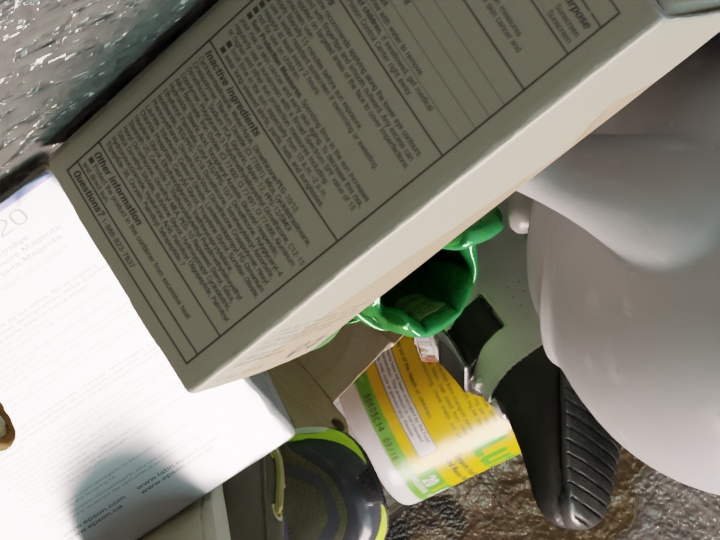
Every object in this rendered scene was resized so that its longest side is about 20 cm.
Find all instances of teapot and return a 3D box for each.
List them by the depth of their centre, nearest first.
[{"bbox_3d":[0.130,-0.010,0.849,0.198,0.145,0.201,-52,149,-46],"label":"teapot"}]

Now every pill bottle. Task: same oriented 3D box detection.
[{"bbox_3d":[0.092,0.055,1.322,0.199,0.112,0.111,-27,171,9],"label":"pill bottle"}]

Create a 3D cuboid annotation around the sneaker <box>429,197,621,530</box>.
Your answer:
[{"bbox_3d":[0.064,0.029,0.960,0.088,0.201,0.074,-17,150,19],"label":"sneaker"}]

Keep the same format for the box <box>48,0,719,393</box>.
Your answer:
[{"bbox_3d":[0.009,-0.057,0.646,0.200,0.095,0.078,-37,170,30],"label":"box"}]

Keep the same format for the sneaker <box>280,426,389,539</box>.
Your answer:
[{"bbox_3d":[-0.074,0.126,0.954,0.199,0.074,0.081,-23,179,33],"label":"sneaker"}]

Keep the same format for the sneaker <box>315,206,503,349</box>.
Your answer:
[{"bbox_3d":[0.000,0.000,0.915,0.074,0.084,0.200,-27,169,-28],"label":"sneaker"}]

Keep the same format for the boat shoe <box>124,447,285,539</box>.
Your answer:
[{"bbox_3d":[-0.066,0.088,0.885,0.072,0.202,0.060,-21,131,18],"label":"boat shoe"}]

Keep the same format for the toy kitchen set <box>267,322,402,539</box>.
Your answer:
[{"bbox_3d":[-0.024,0.132,1.112,0.163,0.181,0.200,-39,-177,36],"label":"toy kitchen set"}]

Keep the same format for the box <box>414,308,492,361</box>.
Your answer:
[{"bbox_3d":[0.125,0.021,1.009,0.199,0.042,0.039,1,160,9],"label":"box"}]

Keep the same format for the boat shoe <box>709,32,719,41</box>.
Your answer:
[{"bbox_3d":[0.083,-0.100,0.757,0.091,0.071,0.200,-33,166,28],"label":"boat shoe"}]

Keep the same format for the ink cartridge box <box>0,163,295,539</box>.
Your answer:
[{"bbox_3d":[-0.147,0.056,0.769,0.196,0.043,0.200,-33,140,3],"label":"ink cartridge box"}]

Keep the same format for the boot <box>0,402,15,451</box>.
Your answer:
[{"bbox_3d":[-0.231,0.085,0.660,0.200,0.066,0.175,-38,159,12],"label":"boot"}]
